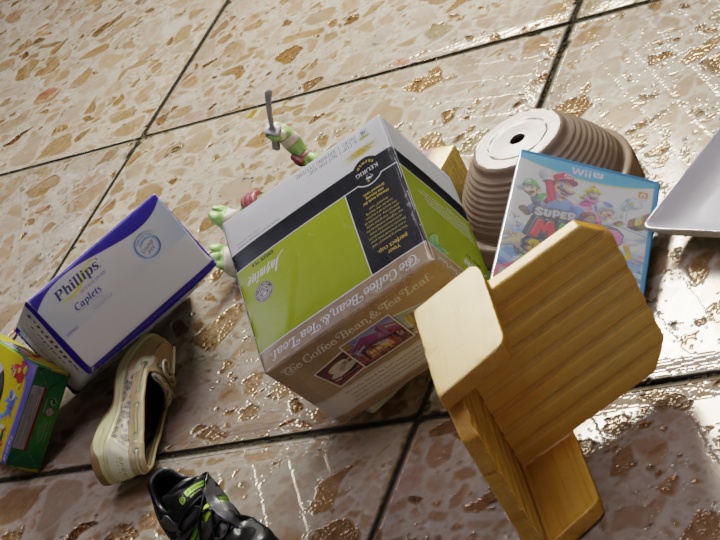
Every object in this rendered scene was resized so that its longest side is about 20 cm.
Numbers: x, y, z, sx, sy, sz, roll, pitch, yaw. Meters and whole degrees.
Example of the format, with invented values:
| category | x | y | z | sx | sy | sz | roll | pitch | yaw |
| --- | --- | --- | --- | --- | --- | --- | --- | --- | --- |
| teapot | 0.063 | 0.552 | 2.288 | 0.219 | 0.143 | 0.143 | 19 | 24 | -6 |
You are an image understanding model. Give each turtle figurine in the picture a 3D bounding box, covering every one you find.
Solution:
| category | x | y | z | sx | sy | sz | roll | pitch | yaw |
| --- | --- | --- | --- | --- | --- | --- | --- | --- | --- |
| turtle figurine | -0.107 | -0.092 | 2.081 | 0.194 | 0.144 | 0.200 | -36 | -19 | 29 |

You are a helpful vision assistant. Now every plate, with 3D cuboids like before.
| category | x | y | z | sx | sy | sz | roll | pitch | yaw |
| --- | --- | --- | --- | --- | --- | --- | --- | --- | --- |
| plate | 0.396 | -0.089 | 1.751 | 0.199 | 0.032 | 0.200 | 6 | 46 | 47 |

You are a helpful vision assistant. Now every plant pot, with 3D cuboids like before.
| category | x | y | z | sx | sy | sz | roll | pitch | yaw |
| --- | --- | --- | --- | --- | --- | --- | --- | --- | --- |
| plant pot | 0.179 | -0.099 | 1.908 | 0.200 | 0.093 | 0.201 | -23 | 32 | 15 |

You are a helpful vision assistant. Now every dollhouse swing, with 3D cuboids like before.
| category | x | y | z | sx | sy | sz | roll | pitch | yaw |
| --- | --- | --- | --- | --- | --- | --- | --- | --- | --- |
| dollhouse swing | 0.169 | 0.092 | 1.523 | 0.175 | 0.200 | 0.182 | -27 | 30 | 7 |

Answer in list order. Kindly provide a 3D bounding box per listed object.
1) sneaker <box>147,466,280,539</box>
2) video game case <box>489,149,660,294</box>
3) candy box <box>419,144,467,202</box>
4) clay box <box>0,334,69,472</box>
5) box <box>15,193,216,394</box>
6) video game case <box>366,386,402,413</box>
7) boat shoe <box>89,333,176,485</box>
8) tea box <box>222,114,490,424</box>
| category | x | y | z | sx | sy | sz | roll | pitch | yaw |
| --- | --- | --- | --- | --- | --- | --- | --- | --- | --- |
| sneaker | -0.142 | 0.234 | 1.716 | 0.071 | 0.083 | 0.199 | -42 | 31 | -17 |
| video game case | 0.204 | -0.029 | 1.763 | 0.142 | 0.018 | 0.201 | 13 | 45 | 4 |
| candy box | 0.028 | -0.043 | 1.956 | 0.116 | 0.057 | 0.200 | -5 | 38 | 35 |
| clay box | -0.400 | 0.140 | 2.079 | 0.200 | 0.047 | 0.116 | 19 | 92 | 53 |
| box | -0.270 | 0.030 | 2.038 | 0.184 | 0.105 | 0.200 | -42 | 1 | -17 |
| video game case | 0.021 | 0.052 | 1.897 | 0.182 | 0.022 | 0.200 | -41 | 31 | -16 |
| boat shoe | -0.222 | 0.144 | 1.944 | 0.062 | 0.073 | 0.201 | -9 | 41 | 21 |
| tea box | 0.000 | 0.000 | 1.774 | 0.200 | 0.134 | 0.197 | -33 | 48 | 18 |
